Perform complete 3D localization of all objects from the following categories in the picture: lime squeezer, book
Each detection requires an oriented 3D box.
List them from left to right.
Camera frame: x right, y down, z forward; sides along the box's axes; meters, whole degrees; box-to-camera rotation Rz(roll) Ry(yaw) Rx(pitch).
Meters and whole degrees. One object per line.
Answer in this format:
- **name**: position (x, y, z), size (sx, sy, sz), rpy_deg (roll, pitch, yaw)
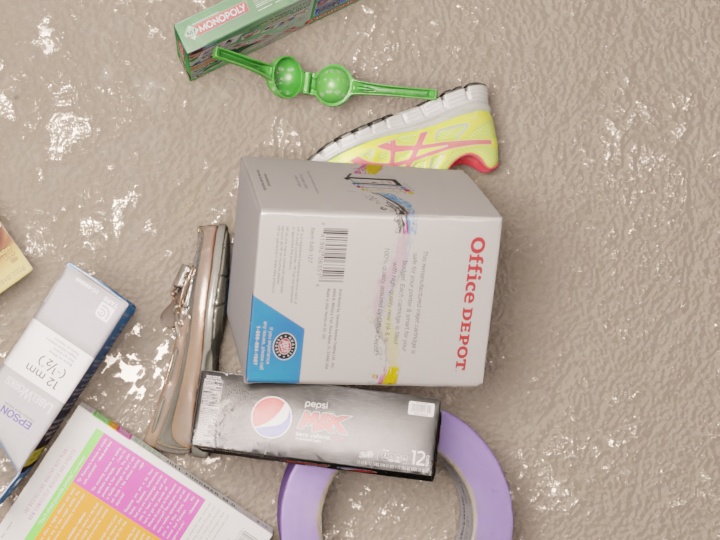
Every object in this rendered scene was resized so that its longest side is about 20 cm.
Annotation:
- **book**: position (-0.192, 0.223, 1.460), size (0.199, 0.048, 0.134), rpy_deg (35, 91, -4)
- **lime squeezer**: position (-0.036, -0.167, 1.458), size (0.198, 0.071, 0.038), rpy_deg (10, 69, -17)

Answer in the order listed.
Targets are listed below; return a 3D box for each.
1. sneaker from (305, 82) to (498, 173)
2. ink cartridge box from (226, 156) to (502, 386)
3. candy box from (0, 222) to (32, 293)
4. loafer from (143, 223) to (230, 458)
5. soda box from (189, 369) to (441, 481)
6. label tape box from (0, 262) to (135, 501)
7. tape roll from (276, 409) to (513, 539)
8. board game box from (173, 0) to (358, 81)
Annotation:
- **sneaker**: position (0.034, -0.090, 1.486), size (0.198, 0.078, 0.091), rpy_deg (-22, 92, -6)
- **ink cartridge box**: position (0.000, 0.000, 1.405), size (0.198, 0.145, 0.149), rpy_deg (3, 110, -12)
- **candy box**: position (-0.388, 0.010, 1.423), size (0.199, 0.055, 0.116), rpy_deg (-37, 100, -21)
- **loafer**: position (-0.149, 0.059, 1.469), size (0.062, 0.072, 0.203), rpy_deg (5, 90, 4)
- **soda box**: position (-0.034, 0.126, 1.389), size (0.198, 0.071, 0.064), rpy_deg (7, 80, 4)
- **label tape box**: position (-0.267, 0.096, 1.416), size (0.066, 0.143, 0.201), rpy_deg (35, 85, -3)
- **tape roll**: position (0.028, 0.211, 1.468), size (0.197, 0.085, 0.203), rpy_deg (0, 88, -5)
- **board game box**: position (-0.063, -0.226, 1.455), size (0.198, 0.135, 0.029), rpy_deg (-27, 90, -6)
